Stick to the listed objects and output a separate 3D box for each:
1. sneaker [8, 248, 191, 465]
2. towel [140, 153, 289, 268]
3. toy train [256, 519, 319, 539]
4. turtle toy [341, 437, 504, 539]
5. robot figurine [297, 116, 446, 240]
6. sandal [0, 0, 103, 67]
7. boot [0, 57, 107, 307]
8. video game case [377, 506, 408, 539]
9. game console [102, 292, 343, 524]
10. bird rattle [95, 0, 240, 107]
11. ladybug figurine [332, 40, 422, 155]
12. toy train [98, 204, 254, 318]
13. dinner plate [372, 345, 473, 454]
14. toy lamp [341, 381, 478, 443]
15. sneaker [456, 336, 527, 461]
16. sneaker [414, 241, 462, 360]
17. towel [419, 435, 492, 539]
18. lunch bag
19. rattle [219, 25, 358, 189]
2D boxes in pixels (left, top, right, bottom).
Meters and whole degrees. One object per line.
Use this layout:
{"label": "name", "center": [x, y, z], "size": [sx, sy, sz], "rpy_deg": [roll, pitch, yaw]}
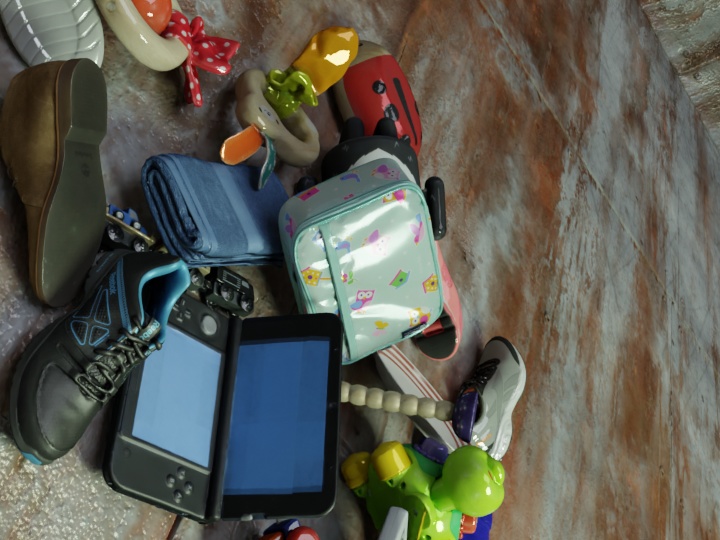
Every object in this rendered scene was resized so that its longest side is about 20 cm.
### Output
{"label": "sneaker", "center": [-0.206, 0.059, 0.682], "size": [0.074, 0.080, 0.203], "rpy_deg": [58, 41, -42]}
{"label": "towel", "center": [-0.134, -0.057, 0.852], "size": [0.199, 0.048, 0.113], "rpy_deg": [-4, 66, -63]}
{"label": "toy train", "center": [-0.100, 0.258, 0.756], "size": [0.114, 0.084, 0.204], "rpy_deg": [-9, 76, -36]}
{"label": "turtle toy", "center": [0.072, 0.235, 0.886], "size": [0.100, 0.200, 0.148], "rpy_deg": [-22, 82, -32]}
{"label": "robot figurine", "center": [0.015, -0.080, 1.018], "size": [0.124, 0.147, 0.205], "rpy_deg": [28, 53, -57]}
{"label": "sandal", "center": [-0.293, -0.260, 0.758], "size": [0.206, 0.081, 0.050], "rpy_deg": [63, -8, -20]}
{"label": "boot", "center": [-0.260, -0.072, 0.713], "size": [0.074, 0.074, 0.205], "rpy_deg": [18, 75, -74]}
{"label": "video game case", "center": [0.004, 0.357, 0.796], "size": [0.201, 0.022, 0.185], "rpy_deg": [-61, 157, -47]}
{"label": "game console", "center": [-0.113, 0.106, 0.755], "size": [0.170, 0.117, 0.204], "rpy_deg": [35, 43, -39]}
{"label": "bird rattle", "center": [-0.207, -0.250, 0.825], "size": [0.163, 0.110, 0.204], "rpy_deg": [-57, 131, -67]}
{"label": "ladybug figurine", "center": [0.029, -0.219, 1.150], "size": [0.135, 0.071, 0.204], "rpy_deg": [-25, 94, -55]}
{"label": "toy train", "center": [-0.175, -0.010, 0.811], "size": [0.199, 0.034, 0.047], "rpy_deg": [33, 46, -41]}
{"label": "dinner plate", "center": [0.068, 0.152, 0.995], "size": [0.201, 0.024, 0.200], "rpy_deg": [50, 5, -6]}
{"label": "toy lamp", "center": [0.020, 0.132, 0.877], "size": [0.058, 0.195, 0.060], "rpy_deg": [10, 90, -79]}
{"label": "sneaker", "center": [0.172, 0.164, 1.156], "size": [0.079, 0.073, 0.202], "rpy_deg": [44, 43, -23]}
{"label": "sneaker", "center": [0.088, 0.016, 1.134], "size": [0.086, 0.072, 0.205], "rpy_deg": [-10, 85, -67]}
{"label": "towel", "center": [0.117, 0.316, 1.027], "size": [0.147, 0.049, 0.203], "rpy_deg": [38, 46, -35]}
{"label": "lunch bag", "center": [0.000, 0.000, 0.888], "size": [0.077, 0.158, 0.203], "rpy_deg": [50, -21, 50]}
{"label": "rattle", "center": [-0.066, -0.179, 0.917], "size": [0.200, 0.140, 0.133], "rpy_deg": [-57, 126, -72]}
